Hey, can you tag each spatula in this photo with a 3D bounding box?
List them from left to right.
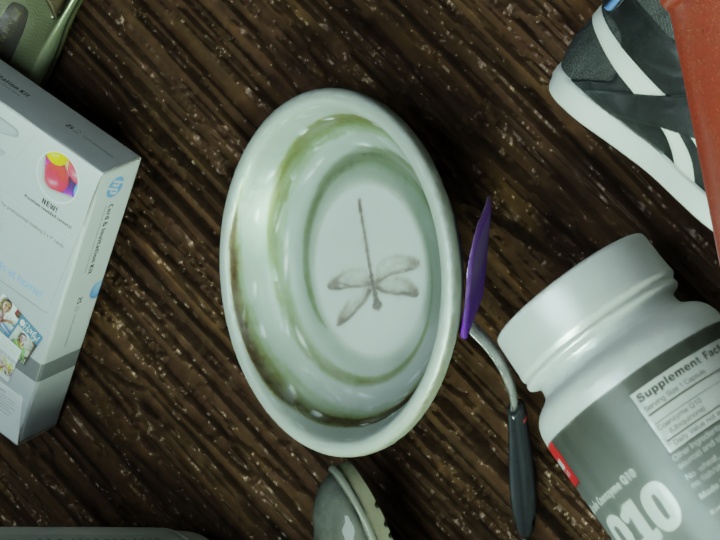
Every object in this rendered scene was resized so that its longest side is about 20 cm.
[{"bbox_3d":[0.075,0.059,1.524,0.020,0.057,0.201,-4,118,18],"label":"spatula"}]

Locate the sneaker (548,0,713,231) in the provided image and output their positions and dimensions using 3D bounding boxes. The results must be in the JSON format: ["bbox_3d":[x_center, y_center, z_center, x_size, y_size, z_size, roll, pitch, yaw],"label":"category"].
[{"bbox_3d":[0.194,-0.086,1.440,0.200,0.073,0.112,37,115,22],"label":"sneaker"}]

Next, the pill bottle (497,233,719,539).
[{"bbox_3d":[0.164,0.090,1.461,0.114,0.114,0.200,-42,77,28],"label":"pill bottle"}]

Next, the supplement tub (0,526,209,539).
[{"bbox_3d":[-0.177,0.210,1.611,0.132,0.199,0.133,-7,80,50],"label":"supplement tub"}]

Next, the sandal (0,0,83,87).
[{"bbox_3d":[-0.193,-0.183,1.659,0.080,0.057,0.202,29,112,24],"label":"sandal"}]

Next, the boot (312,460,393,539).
[{"bbox_3d":[-0.067,0.216,1.566,0.199,0.073,0.183,-16,102,-9],"label":"boot"}]

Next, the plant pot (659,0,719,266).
[{"bbox_3d":[0.235,-0.086,1.329,0.200,0.200,0.197,-8,87,31],"label":"plant pot"}]

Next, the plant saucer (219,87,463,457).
[{"bbox_3d":[0.000,0.000,1.562,0.200,0.050,0.202,7,99,49],"label":"plant saucer"}]

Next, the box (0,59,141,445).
[{"bbox_3d":[-0.224,-0.020,1.694,0.156,0.041,0.201,34,125,22],"label":"box"}]
